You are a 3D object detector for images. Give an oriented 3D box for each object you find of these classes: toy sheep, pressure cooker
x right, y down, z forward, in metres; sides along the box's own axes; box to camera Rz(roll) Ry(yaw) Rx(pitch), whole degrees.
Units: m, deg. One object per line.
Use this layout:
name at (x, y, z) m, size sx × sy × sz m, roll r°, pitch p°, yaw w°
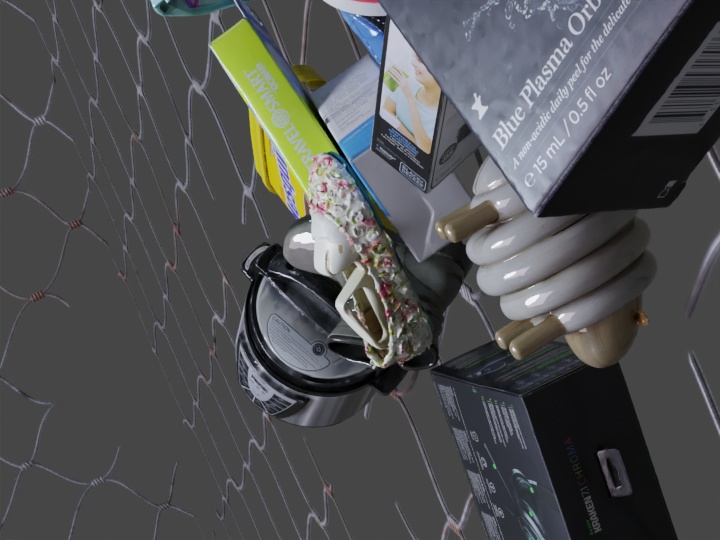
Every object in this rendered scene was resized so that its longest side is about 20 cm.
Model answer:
toy sheep at (0.130, -0.024, 1.050) m, size 0.201 × 0.137 × 0.138 m, roll 61°, pitch 164°, yaw -9°
pressure cooker at (-0.045, 0.059, 1.618) m, size 0.200 × 0.174 × 0.181 m, roll 115°, pitch 153°, yaw -66°

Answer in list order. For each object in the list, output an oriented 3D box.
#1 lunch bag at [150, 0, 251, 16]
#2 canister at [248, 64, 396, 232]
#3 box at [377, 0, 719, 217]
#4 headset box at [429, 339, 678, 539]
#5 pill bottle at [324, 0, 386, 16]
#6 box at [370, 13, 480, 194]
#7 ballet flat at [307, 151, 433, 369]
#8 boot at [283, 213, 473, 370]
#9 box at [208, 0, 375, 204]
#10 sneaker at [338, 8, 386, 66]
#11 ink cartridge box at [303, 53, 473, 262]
lunch bag at (-0.123, -0.322, 1.328) m, size 0.172 × 0.198 × 0.122 m, roll 62°, pitch 163°, yaw 17°
canister at (-0.028, -0.088, 1.532) m, size 0.200 × 0.086 × 0.149 m, roll 53°, pitch 158°, yaw 35°
box at (0.124, -0.167, 0.796) m, size 0.201 × 0.117 × 0.197 m, roll 57°, pitch 133°, yaw 28°
headset box at (0.158, 0.154, 1.257) m, size 0.176 × 0.092 × 0.200 m, roll 70°, pitch 162°, yaw -8°
pill bottle at (0.009, -0.296, 1.111) m, size 0.111 × 0.110 × 0.201 m, roll 54°, pitch 159°, yaw 37°
box at (0.071, -0.159, 1.072) m, size 0.060 × 0.117 × 0.201 m, roll 39°, pitch 155°, yaw 17°
ballet flat at (0.000, 0.000, 1.244) m, size 0.075 × 0.064 × 0.201 m, roll 17°, pitch 141°, yaw 56°
boot at (-0.004, 0.019, 1.379) m, size 0.198 × 0.131 × 0.068 m, roll 8°, pitch 142°, yaw 28°
box at (-0.062, -0.137, 1.339) m, size 0.201 × 0.047 × 0.122 m, roll 57°, pitch -175°, yaw 7°
sneaker at (0.049, -0.176, 1.245) m, size 0.201 × 0.066 × 0.078 m, roll 54°, pitch -179°, yaw 26°
ink cartridge box at (0.023, -0.105, 1.291) m, size 0.116 × 0.068 × 0.200 m, roll 54°, pitch -176°, yaw -29°
